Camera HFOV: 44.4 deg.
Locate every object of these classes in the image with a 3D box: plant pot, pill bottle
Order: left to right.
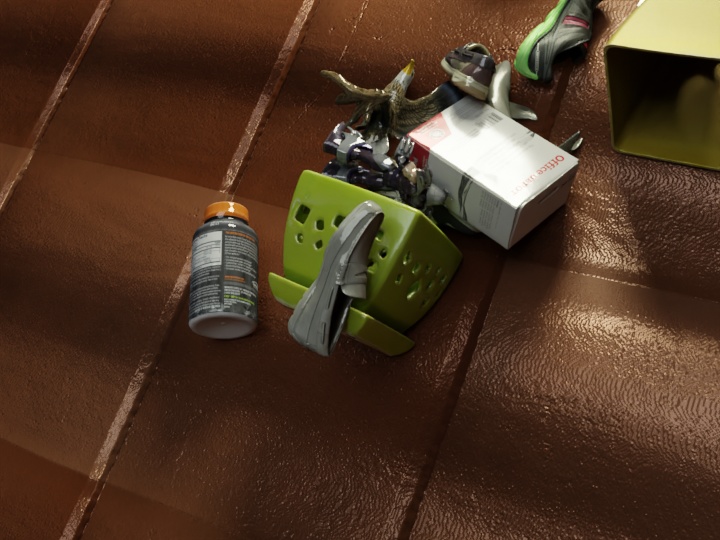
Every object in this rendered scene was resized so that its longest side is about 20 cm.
[{"bbox_3d":[-0.210,-0.004,1.369,0.105,0.106,0.202,-11,63,19],"label":"pill bottle"},{"bbox_3d":[0.000,0.000,1.226,0.198,0.200,0.183,21,84,29],"label":"plant pot"},{"bbox_3d":[0.450,-0.270,1.158,0.198,0.201,0.177,16,62,29],"label":"plant pot"}]

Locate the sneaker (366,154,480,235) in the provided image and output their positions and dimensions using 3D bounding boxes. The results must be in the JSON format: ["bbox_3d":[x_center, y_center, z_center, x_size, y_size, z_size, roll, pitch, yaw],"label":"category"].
[{"bbox_3d":[0.094,-0.093,1.307,0.199,0.075,0.088,33,111,25],"label":"sneaker"}]

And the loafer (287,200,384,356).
[{"bbox_3d":[-0.018,0.011,1.092,0.069,0.070,0.201,32,103,24],"label":"loafer"}]

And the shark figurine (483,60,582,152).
[{"bbox_3d":[0.219,-0.220,1.291,0.128,0.089,0.215,-38,56,5],"label":"shark figurine"}]

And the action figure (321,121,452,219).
[{"bbox_3d":[0.040,-0.134,1.221,0.199,0.131,0.069,24,47,23],"label":"action figure"}]

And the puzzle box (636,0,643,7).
[{"bbox_3d":[0.520,-0.399,1.273,0.199,0.025,0.134,29,81,31],"label":"puzzle box"}]

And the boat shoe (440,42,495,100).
[{"bbox_3d":[0.166,-0.304,1.309,0.065,0.072,0.200,-57,11,18],"label":"boat shoe"}]

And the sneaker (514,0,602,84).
[{"bbox_3d":[0.315,-0.359,1.329,0.084,0.077,0.200,41,85,7],"label":"sneaker"}]

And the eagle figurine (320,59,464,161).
[{"bbox_3d":[0.056,-0.247,1.335,0.150,0.199,0.153,-30,75,26],"label":"eagle figurine"}]

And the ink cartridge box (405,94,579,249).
[{"bbox_3d":[0.178,-0.141,1.230,0.146,0.083,0.200,-35,59,-30],"label":"ink cartridge box"}]
